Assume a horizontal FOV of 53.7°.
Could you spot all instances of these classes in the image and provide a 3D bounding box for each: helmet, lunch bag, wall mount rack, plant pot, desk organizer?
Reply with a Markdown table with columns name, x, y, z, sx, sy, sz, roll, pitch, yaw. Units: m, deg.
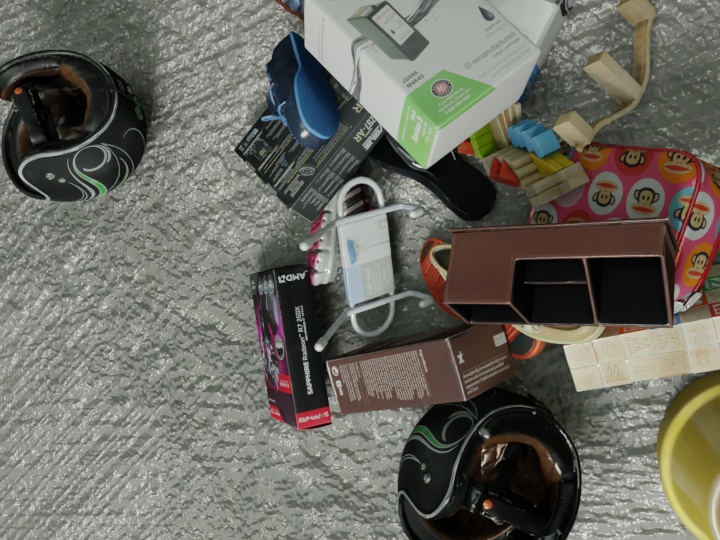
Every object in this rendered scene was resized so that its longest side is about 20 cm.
| name | x | y | z | sx | sy | sz | roll | pitch | yaw |
| --- | --- | --- | --- | --- | --- | --- | --- | --- | --- |
| helmet | -0.393 | -0.186 | 0.964 | 0.199 | 0.191 | 0.201 | 2 | 75 | -8 |
| lunch bag | 0.266 | -0.041 | 0.741 | 0.200 | 0.082 | 0.177 | 28 | 104 | 55 |
| wall mount rack | 0.000 | 0.000 | 0.815 | 0.075 | 0.173 | 0.201 | 20 | 123 | 55 |
| helmet | 0.134 | 0.231 | 0.794 | 0.199 | 0.191 | 0.201 | 4 | 76 | -15 |
| plant pot | 0.400 | 0.208 | 0.692 | 0.200 | 0.189 | 0.201 | 2 | 94 | 21 |
| desk organizer | 0.182 | 0.005 | 0.658 | 0.200 | 0.072 | 0.077 | -1 | 68 | 31 |

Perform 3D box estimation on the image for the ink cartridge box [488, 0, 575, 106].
| name | x | y | z | sx | sy | sz | roll | pitch | yaw |
| --- | --- | --- | --- | --- | --- | --- | --- | --- | --- |
| ink cartridge box | 0.162 | -0.311 | 0.808 | 0.144 | 0.084 | 0.200 | 30 | 104 | 16 |

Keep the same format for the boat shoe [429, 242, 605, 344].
| name | x | y | z | sx | sy | sz | roll | pitch | yaw |
| --- | --- | --- | --- | --- | --- | --- | --- | --- | --- |
| boat shoe | 0.159 | 0.021 | 0.747 | 0.200 | 0.063 | 0.073 | 21 | 86 | 39 |

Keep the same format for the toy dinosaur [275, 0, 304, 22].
| name | x | y | z | sx | sy | sz | roll | pitch | yaw |
| --- | --- | --- | --- | --- | --- | --- | --- | --- | --- |
| toy dinosaur | -0.068 | -0.323 | 0.868 | 0.181 | 0.105 | 0.201 | 0 | 79 | 57 |

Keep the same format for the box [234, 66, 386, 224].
| name | x | y | z | sx | sy | sz | roll | pitch | yaw |
| --- | --- | --- | --- | --- | --- | --- | --- | --- | --- |
| box | -0.049 | -0.181 | 0.869 | 0.200 | 0.044 | 0.160 | -51 | 49 | 7 |

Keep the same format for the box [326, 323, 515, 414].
| name | x | y | z | sx | sy | sz | roll | pitch | yaw |
| --- | --- | --- | --- | --- | --- | --- | --- | --- | --- |
| box | 0.066 | 0.113 | 0.824 | 0.200 | 0.100 | 0.075 | -20 | 86 | 46 |

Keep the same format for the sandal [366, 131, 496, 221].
| name | x | y | z | sx | sy | sz | roll | pitch | yaw |
| --- | --- | --- | --- | --- | --- | --- | --- | --- | --- |
| sandal | 0.080 | -0.139 | 0.858 | 0.200 | 0.043 | 0.076 | 34 | 73 | 10 |

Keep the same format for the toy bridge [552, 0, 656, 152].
| name | x | y | z | sx | sy | sz | roll | pitch | yaw |
| --- | --- | --- | --- | --- | --- | --- | --- | --- | --- |
| toy bridge | 0.270 | -0.203 | 0.756 | 0.067 | 0.027 | 0.200 | 37 | 70 | -18 |

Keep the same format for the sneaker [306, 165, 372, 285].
| name | x | y | z | sx | sy | sz | roll | pitch | yaw |
| --- | --- | --- | --- | --- | --- | --- | --- | --- | --- |
| sneaker | -0.010 | -0.072 | 0.896 | 0.087 | 0.074 | 0.200 | 12 | 76 | -17 |

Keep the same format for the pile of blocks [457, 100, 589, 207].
| name | x | y | z | sx | sy | sz | roll | pitch | yaw |
| --- | --- | --- | --- | --- | --- | --- | --- | --- | --- |
| pile of blocks | 0.157 | -0.132 | 0.772 | 0.062 | 0.082 | 0.200 | -27 | 37 | -13 |

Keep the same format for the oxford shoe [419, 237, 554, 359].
| name | x | y | z | sx | sy | sz | roll | pitch | yaw |
| --- | --- | --- | --- | --- | --- | --- | --- | --- | --- |
| oxford shoe | 0.150 | 0.031 | 0.848 | 0.200 | 0.072 | 0.071 | 46 | 122 | 30 |

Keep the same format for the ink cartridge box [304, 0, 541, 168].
| name | x | y | z | sx | sy | sz | roll | pitch | yaw |
| --- | --- | --- | --- | --- | --- | --- | --- | --- | --- |
| ink cartridge box | 0.057 | -0.229 | 0.732 | 0.145 | 0.084 | 0.200 | -38 | 76 | -16 |

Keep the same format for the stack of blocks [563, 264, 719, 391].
| name | x | y | z | sx | sy | sz | roll | pitch | yaw |
| --- | --- | --- | --- | --- | --- | --- | --- | --- | --- |
| stack of blocks | 0.320 | 0.056 | 0.746 | 0.200 | 0.115 | 0.059 | -14 | 109 | 22 |

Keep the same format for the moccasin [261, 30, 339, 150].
| name | x | y | z | sx | sy | sz | roll | pitch | yaw |
| --- | --- | --- | --- | --- | --- | --- | --- | --- | --- |
| moccasin | -0.072 | -0.198 | 0.825 | 0.068 | 0.080 | 0.200 | -37 | 37 | 24 |

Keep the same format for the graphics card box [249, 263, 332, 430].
| name | x | y | z | sx | sy | sz | roll | pitch | yaw |
| --- | --- | --- | --- | --- | --- | --- | --- | --- | --- |
| graphics card box | -0.092 | 0.095 | 0.909 | 0.051 | 0.125 | 0.201 | -8 | 90 | -22 |
